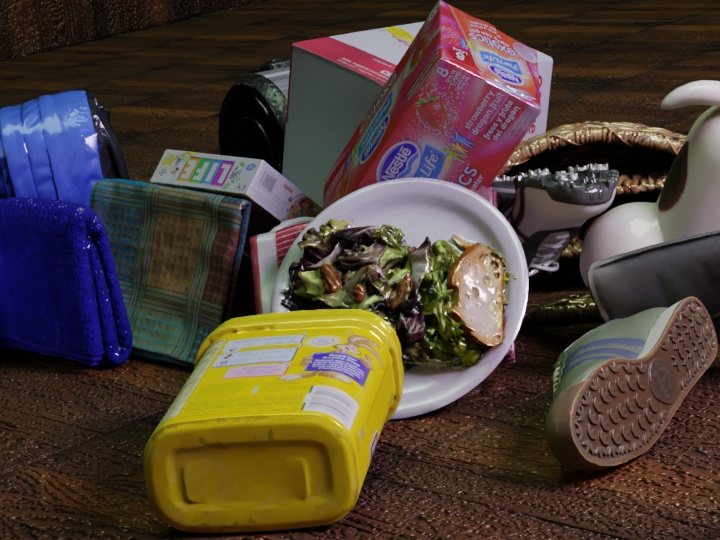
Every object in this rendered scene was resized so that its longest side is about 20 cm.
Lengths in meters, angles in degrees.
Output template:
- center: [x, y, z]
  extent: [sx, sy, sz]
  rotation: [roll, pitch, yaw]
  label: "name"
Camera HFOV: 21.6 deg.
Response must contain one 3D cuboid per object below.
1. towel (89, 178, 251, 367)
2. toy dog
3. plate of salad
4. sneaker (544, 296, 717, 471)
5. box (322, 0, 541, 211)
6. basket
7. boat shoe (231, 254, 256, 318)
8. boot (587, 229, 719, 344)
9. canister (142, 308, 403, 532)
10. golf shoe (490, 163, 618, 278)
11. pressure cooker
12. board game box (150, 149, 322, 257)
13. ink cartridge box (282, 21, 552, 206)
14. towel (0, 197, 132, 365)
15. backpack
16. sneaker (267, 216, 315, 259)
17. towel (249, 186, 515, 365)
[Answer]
- center: [-0.173, 0.001, 1.587]
  extent: [0.022, 0.148, 0.199]
  rotation: [10, 0, -44]
  label: "towel"
- center: [0.260, -0.030, 1.439]
  extent: [0.200, 0.194, 0.140]
  rotation: [-38, 34, 23]
  label: "toy dog"
- center: [0.025, 0.014, 1.397]
  extent: [0.199, 0.201, 0.048]
  rotation: [-3, -27, 16]
  label: "plate of salad"
- center: [0.164, 0.084, 1.282]
  extent: [0.090, 0.067, 0.200]
  rotation: [-18, 11, 42]
  label: "sneaker"
- center: [0.053, -0.098, 1.498]
  extent: [0.095, 0.200, 0.100]
  rotation: [25, 32, -15]
  label: "box"
- center: [0.197, -0.047, 1.586]
  extent: [0.199, 0.144, 0.149]
  rotation: [-4, 14, 13]
  label: "basket"
- center: [-0.109, 0.014, 1.638]
  extent: [0.072, 0.072, 0.200]
  rotation: [-13, 15, -22]
  label: "boat shoe"
- center: [0.287, 0.031, 1.347]
  extent: [0.200, 0.182, 0.073]
  rotation: [-30, 14, 31]
  label: "boot"
- center: [-0.055, 0.099, 1.264]
  extent: [0.148, 0.087, 0.200]
  rotation: [-4, 16, 10]
  label: "canister"
- center: [0.148, -0.037, 1.472]
  extent: [0.077, 0.089, 0.200]
  rotation: [-5, -1, -18]
  label: "golf shoe"
- center: [-0.031, -0.136, 1.986]
  extent: [0.199, 0.179, 0.176]
  rotation: [-15, 36, -28]
  label: "pressure cooker"
- center: [-0.070, -0.035, 1.632]
  extent: [0.134, 0.034, 0.200]
  rotation: [10, -22, 47]
  label: "board game box"
- center: [0.052, -0.131, 1.692]
  extent: [0.199, 0.146, 0.144]
  rotation: [-16, 30, -37]
  label: "ink cartridge box"
- center: [-0.289, 0.009, 1.598]
  extent: [0.199, 0.148, 0.050]
  rotation: [5, 28, 37]
  label: "towel"
- center: [-0.291, -0.061, 1.754]
  extent: [0.167, 0.201, 0.163]
  rotation: [-10, 15, -12]
  label: "backpack"
- center: [0.000, 0.000, 1.551]
  extent: [0.199, 0.075, 0.082]
  rotation: [5, 5, -44]
  label: "sneaker"
- center: [0.014, 0.018, 1.440]
  extent: [0.199, 0.145, 0.023]
  rotation: [-10, -25, 10]
  label: "towel"
